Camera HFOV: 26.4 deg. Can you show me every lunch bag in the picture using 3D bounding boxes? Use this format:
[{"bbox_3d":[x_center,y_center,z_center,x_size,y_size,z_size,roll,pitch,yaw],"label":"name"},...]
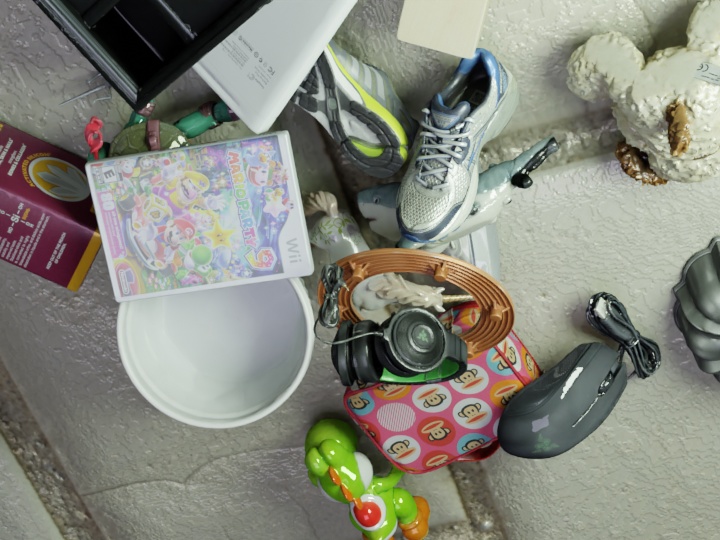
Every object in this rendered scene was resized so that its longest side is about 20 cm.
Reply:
[{"bbox_3d":[0.100,0.140,1.686,0.200,0.082,0.176,-28,119,22],"label":"lunch bag"}]

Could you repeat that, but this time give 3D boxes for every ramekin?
[{"bbox_3d":[-0.142,0.053,1.571,0.200,0.105,0.201,1,99,5],"label":"ramekin"}]

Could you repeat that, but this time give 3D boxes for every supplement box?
[{"bbox_3d":[-0.354,-0.077,1.564,0.200,0.110,0.086,25,124,-12],"label":"supplement box"}]

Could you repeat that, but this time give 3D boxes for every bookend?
[{"bbox_3d":[-0.190,-0.283,1.377,0.200,0.092,0.199,-32,107,35],"label":"bookend"}]

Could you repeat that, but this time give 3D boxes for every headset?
[{"bbox_3d":[0.023,0.062,1.505,0.123,0.094,0.200,-13,156,33],"label":"headset"}]

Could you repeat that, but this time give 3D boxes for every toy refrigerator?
[{"bbox_3d":[0.093,-0.301,1.384,0.076,0.070,0.200,15,125,4],"label":"toy refrigerator"}]

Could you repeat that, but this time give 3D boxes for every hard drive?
[{"bbox_3d":[-0.085,-0.245,1.430,0.132,0.027,0.200,47,124,13],"label":"hard drive"}]

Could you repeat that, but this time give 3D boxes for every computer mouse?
[{"bbox_3d":[0.232,0.130,1.627,0.200,0.053,0.139,-44,125,1],"label":"computer mouse"}]

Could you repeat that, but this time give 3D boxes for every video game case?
[{"bbox_3d":[-0.155,-0.051,1.483,0.199,0.018,0.144,-8,106,7],"label":"video game case"}]

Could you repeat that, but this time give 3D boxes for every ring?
[{"bbox_3d":[0.054,0.041,1.524,0.200,0.019,0.201,7,148,4],"label":"ring"}]

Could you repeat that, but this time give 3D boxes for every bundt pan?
[{"bbox_3d":[0.428,0.052,1.593,0.201,0.076,0.202,3,126,4],"label":"bundt pan"}]

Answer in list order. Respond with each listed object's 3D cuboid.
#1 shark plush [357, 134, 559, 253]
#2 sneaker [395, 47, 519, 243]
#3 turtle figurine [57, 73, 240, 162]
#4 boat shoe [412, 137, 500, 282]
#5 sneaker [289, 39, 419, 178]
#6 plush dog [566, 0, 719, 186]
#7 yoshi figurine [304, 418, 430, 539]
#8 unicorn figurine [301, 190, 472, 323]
[{"bbox_3d":[0.094,-0.080,1.476,0.200,0.091,0.083,-29,76,27],"label":"shark plush"},{"bbox_3d":[0.080,-0.123,1.436,0.077,0.200,0.085,17,163,23],"label":"sneaker"},{"bbox_3d":[-0.197,-0.124,1.527,0.199,0.101,0.150,-6,125,4],"label":"turtle figurine"},{"bbox_3d":[0.098,-0.049,1.561,0.066,0.072,0.200,-7,124,16],"label":"boat shoe"},{"bbox_3d":[-0.020,-0.181,1.481,0.074,0.081,0.200,-36,96,34],"label":"sneaker"},{"bbox_3d":[0.313,-0.145,1.439,0.200,0.161,0.172,-19,147,21],"label":"plush dog"},{"bbox_3d":[-0.002,0.238,1.778,0.112,0.113,0.200,18,156,44],"label":"yoshi figurine"},{"bbox_3d":[0.000,0.000,1.571,0.200,0.074,0.137,45,145,-17],"label":"unicorn figurine"}]
